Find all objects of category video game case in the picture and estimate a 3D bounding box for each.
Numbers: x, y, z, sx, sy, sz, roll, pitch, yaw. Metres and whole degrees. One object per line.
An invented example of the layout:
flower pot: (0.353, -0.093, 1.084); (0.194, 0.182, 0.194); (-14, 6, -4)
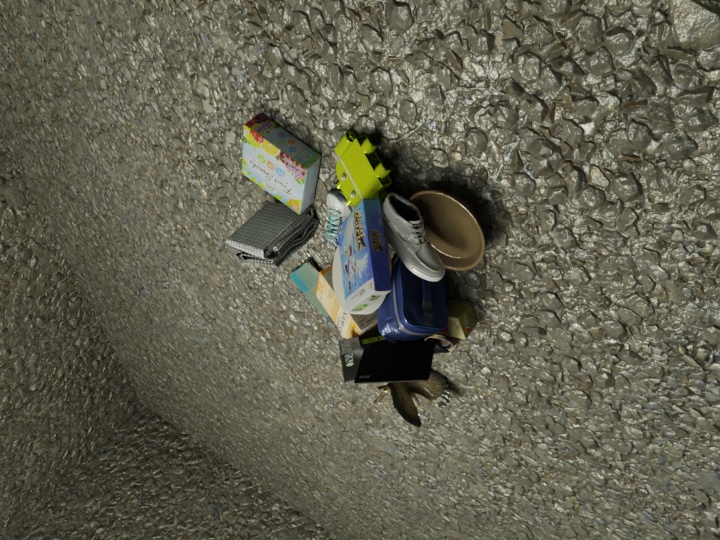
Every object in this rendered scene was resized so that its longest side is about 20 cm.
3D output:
video game case: (0.004, -0.029, 1.504); (0.181, 0.044, 0.205); (141, 125, -62)

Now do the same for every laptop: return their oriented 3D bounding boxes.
laptop: (0.099, 0.220, 1.584); (0.173, 0.106, 0.200); (-5, 162, 20)

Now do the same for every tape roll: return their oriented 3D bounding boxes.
tape roll: (0.000, 0.000, 1.614); (0.201, 0.036, 0.208); (-7, 81, 55)

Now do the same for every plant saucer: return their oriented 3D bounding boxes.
plant saucer: (0.181, -0.089, 1.454); (0.198, 0.029, 0.202); (29, 143, 24)

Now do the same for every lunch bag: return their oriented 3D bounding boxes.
lunch bag: (0.123, 0.057, 1.591); (0.133, 0.204, 0.132); (9, 154, -30)

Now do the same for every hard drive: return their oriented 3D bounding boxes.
hard drive: (0.120, -0.103, 1.560); (0.197, 0.033, 0.141); (25, 142, 28)

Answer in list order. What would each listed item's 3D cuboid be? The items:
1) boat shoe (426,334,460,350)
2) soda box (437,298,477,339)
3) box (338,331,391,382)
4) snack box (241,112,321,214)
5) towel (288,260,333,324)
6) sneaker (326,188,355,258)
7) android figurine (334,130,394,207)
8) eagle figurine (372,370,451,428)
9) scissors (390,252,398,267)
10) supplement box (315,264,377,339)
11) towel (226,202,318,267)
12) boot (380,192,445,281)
boat shoe: (0.188, 0.182, 1.767); (0.072, 0.060, 0.199); (48, 147, -11)
soda box: (0.184, 0.109, 1.691); (0.197, 0.064, 0.069); (6, 132, 42)
box: (0.041, 0.225, 1.841); (0.195, 0.195, 0.048); (87, 169, -57)
snack box: (-0.199, -0.261, 1.699); (0.199, 0.068, 0.170); (37, 146, 13)
towel: (-0.115, 0.064, 2.004); (0.201, 0.022, 0.146); (49, 147, -9)
sneaker: (-0.048, -0.104, 1.686); (0.077, 0.086, 0.203); (17, 138, 39)
android figurine: (0.002, -0.214, 1.529); (0.185, 0.041, 0.200); (62, 147, 6)
eagle figurine: (0.139, 0.338, 1.921); (0.149, 0.155, 0.199); (18, 177, -28)
scissors: (0.069, -0.004, 1.562); (0.014, 0.075, 0.200); (13, 143, -28)
supplement box: (-0.036, 0.096, 1.846); (0.201, 0.073, 0.127); (53, 154, 22)
towel: (-0.225, -0.090, 1.792); (0.163, 0.200, 0.087); (13, 138, 39)
boot: (0.111, -0.071, 1.449); (0.200, 0.073, 0.096); (44, 147, 12)
